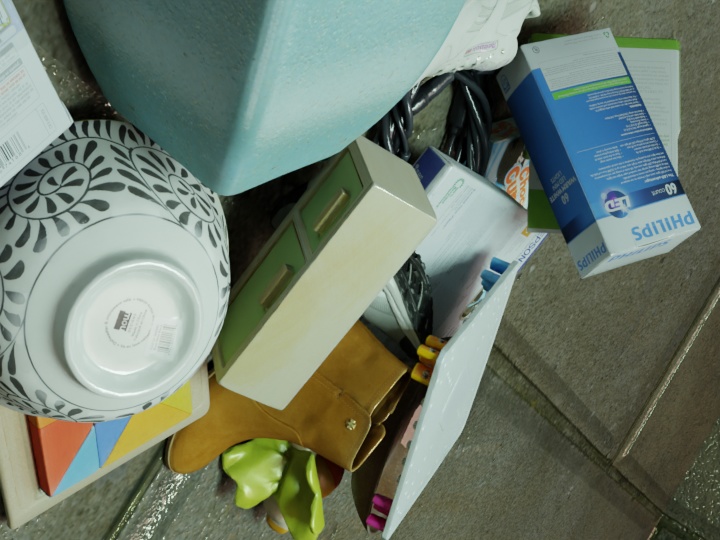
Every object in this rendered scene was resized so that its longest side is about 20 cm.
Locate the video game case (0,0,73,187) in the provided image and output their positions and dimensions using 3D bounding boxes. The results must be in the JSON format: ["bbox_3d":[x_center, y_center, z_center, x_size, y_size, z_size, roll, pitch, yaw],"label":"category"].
[{"bbox_3d":[-0.257,-0.082,0.575,0.200,0.045,0.182,-47,150,-23],"label":"video game case"}]

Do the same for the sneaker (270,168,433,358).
[{"bbox_3d":[0.000,0.000,0.973,0.201,0.078,0.075,52,30,-29],"label":"sneaker"}]

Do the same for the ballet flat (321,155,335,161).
[{"bbox_3d":[-0.072,-0.100,0.835,0.199,0.071,0.073,-22,134,-49],"label":"ballet flat"}]

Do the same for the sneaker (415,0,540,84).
[{"bbox_3d":[0.084,-0.192,0.958,0.200,0.074,0.100,-46,119,-23],"label":"sneaker"}]

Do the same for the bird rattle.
[{"bbox_3d":[-0.046,0.168,1.116,0.201,0.111,0.164,-54,165,-37],"label":"bird rattle"}]

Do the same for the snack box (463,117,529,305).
[{"bbox_3d":[0.133,-0.059,1.219,0.115,0.037,0.203,-23,134,-48],"label":"snack box"}]

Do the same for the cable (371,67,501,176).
[{"bbox_3d":[0.063,-0.109,1.052,0.162,0.050,0.203,-5,120,-56],"label":"cable"}]

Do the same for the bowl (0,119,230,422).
[{"bbox_3d":[-0.153,0.019,0.708,0.198,0.094,0.204,-13,118,-27],"label":"bowl"}]

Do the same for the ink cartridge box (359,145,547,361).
[{"bbox_3d":[0.065,-0.002,1.088,0.197,0.043,0.199,-52,144,12],"label":"ink cartridge box"}]

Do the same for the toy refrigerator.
[{"bbox_3d":[-0.036,0.002,0.867,0.069,0.076,0.201,26,116,-30],"label":"toy refrigerator"}]

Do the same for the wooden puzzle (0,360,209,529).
[{"bbox_3d":[-0.181,0.079,0.834,0.184,0.037,0.202,-29,139,-37],"label":"wooden puzzle"}]

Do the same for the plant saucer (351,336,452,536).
[{"bbox_3d":[0.039,0.148,1.086,0.202,0.036,0.202,-57,162,-29],"label":"plant saucer"}]

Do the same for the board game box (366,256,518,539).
[{"bbox_3d":[0.074,0.108,1.034,0.200,0.026,0.203,-43,153,-56],"label":"board game box"}]

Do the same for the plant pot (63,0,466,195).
[{"bbox_3d":[-0.060,-0.166,0.679,0.195,0.196,0.202,-27,147,-44],"label":"plant pot"}]

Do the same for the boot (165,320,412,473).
[{"bbox_3d":[-0.060,0.124,0.957,0.202,0.144,0.071,-51,152,0],"label":"boot"}]

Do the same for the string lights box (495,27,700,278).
[{"bbox_3d":[0.208,-0.106,1.022,0.101,0.203,0.059,-14,165,-24],"label":"string lights box"}]

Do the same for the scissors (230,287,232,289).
[{"bbox_3d":[-0.110,0.036,0.949,0.074,0.014,0.200,-54,152,-13],"label":"scissors"}]

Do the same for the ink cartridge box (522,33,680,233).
[{"bbox_3d":[0.228,-0.118,1.114,0.076,0.145,0.204,78,16,-73],"label":"ink cartridge box"}]
